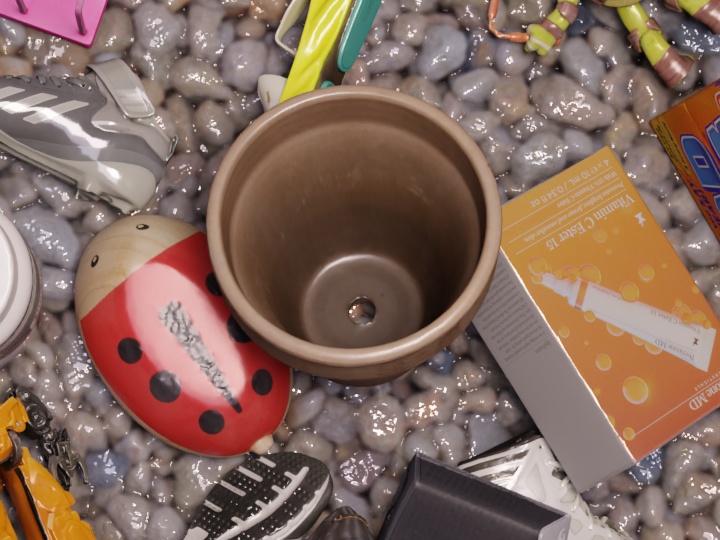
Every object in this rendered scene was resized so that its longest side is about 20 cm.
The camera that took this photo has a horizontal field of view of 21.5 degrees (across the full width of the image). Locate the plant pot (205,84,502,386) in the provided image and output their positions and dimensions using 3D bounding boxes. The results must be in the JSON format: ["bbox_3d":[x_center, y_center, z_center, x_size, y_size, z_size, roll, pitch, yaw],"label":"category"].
[{"bbox_3d":[0.000,0.000,1.315,0.198,0.175,0.202,-1,66,3],"label":"plant pot"}]

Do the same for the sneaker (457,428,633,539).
[{"bbox_3d":[0.159,0.177,1.384,0.198,0.076,0.117,10,87,-3],"label":"sneaker"}]

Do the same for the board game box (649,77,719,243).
[{"bbox_3d":[0.363,-0.085,1.362,0.199,0.200,0.201,-31,90,-7],"label":"board game box"}]

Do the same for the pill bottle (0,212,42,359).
[{"bbox_3d":[-0.277,0.008,1.284,0.113,0.200,0.115,0,86,-6],"label":"pill bottle"}]

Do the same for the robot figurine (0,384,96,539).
[{"bbox_3d":[-0.247,0.178,1.326,0.144,0.058,0.201,-15,78,-50],"label":"robot figurine"}]

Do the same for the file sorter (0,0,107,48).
[{"bbox_3d":[-0.264,-0.267,1.343,0.198,0.125,0.140,19,85,-5],"label":"file sorter"}]

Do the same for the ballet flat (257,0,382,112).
[{"bbox_3d":[-0.038,-0.147,1.398,0.066,0.067,0.202,16,81,16],"label":"ballet flat"}]

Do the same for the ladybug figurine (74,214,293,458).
[{"bbox_3d":[-0.124,0.048,1.363,0.135,0.072,0.200,-40,91,-8],"label":"ladybug figurine"}]

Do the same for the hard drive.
[{"bbox_3d":[0.060,0.244,1.341,0.134,0.042,0.202,21,104,13],"label":"hard drive"}]

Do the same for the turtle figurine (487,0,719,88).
[{"bbox_3d":[0.203,-0.226,1.422,0.161,0.064,0.201,37,83,-3],"label":"turtle figurine"}]

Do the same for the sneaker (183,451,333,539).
[{"bbox_3d":[-0.093,0.214,1.366,0.200,0.080,0.073,-44,47,-18],"label":"sneaker"}]

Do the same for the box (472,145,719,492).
[{"bbox_3d":[0.166,0.035,1.359,0.124,0.097,0.201,-29,84,-25],"label":"box"}]

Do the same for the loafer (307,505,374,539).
[{"bbox_3d":[-0.043,0.255,1.344,0.072,0.073,0.200,26,116,-24],"label":"loafer"}]

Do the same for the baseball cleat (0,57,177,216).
[{"bbox_3d":[-0.228,-0.121,1.374,0.199,0.070,0.107,30,76,-13],"label":"baseball cleat"}]
